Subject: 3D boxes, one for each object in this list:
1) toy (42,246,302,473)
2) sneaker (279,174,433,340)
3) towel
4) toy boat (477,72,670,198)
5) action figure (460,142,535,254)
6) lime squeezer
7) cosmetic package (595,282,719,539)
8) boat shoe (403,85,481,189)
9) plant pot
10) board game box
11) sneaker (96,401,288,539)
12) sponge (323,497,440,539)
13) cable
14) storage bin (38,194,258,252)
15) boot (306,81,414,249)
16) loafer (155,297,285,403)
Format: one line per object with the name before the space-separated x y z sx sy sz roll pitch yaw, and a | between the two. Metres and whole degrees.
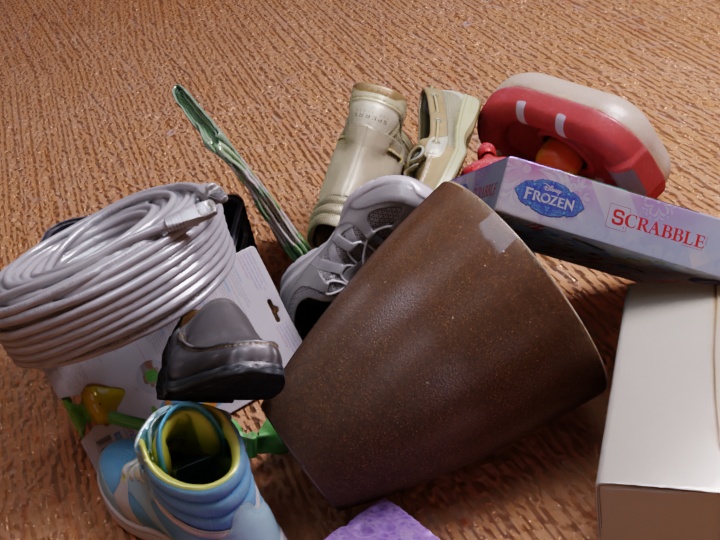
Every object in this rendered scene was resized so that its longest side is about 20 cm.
toy | -0.152 0.075 0.875 0.200 0.116 0.047 -28 3 -26
sneaker | 0.000 0.000 0.890 0.075 0.200 0.082 24 43 -22
towel | -0.100 -0.072 0.984 0.023 0.200 0.153 -38 34 -2
toy boat | 0.188 -0.103 1.020 0.131 0.130 0.200 -53 42 -6
action figure | 0.128 -0.025 0.960 0.065 0.099 0.201 -7 54 4
lime squeezer | -0.091 0.114 0.814 0.199 0.038 0.071 -8 48 -15
cosmetic package | 0.200 0.105 0.681 0.073 0.104 0.200 0 35 19
boat shoe | 0.067 -0.111 1.003 0.063 0.073 0.201 21 45 1
plant pot | 0.035 0.070 0.746 0.200 0.187 0.187 -36 35 -6
board game box | 0.173 -0.030 0.794 0.199 0.041 0.200 16 -2 -8
sneaker | -0.132 0.131 0.734 0.200 0.131 0.079 18 43 42
sponge | -0.026 0.226 0.642 0.200 0.030 0.111 -31 36 -25
cable | -0.193 0.000 0.817 0.199 0.069 0.200 -31 20 -13
storage bin | -0.198 0.013 0.981 0.199 0.094 0.135 -9 32 8
boot | 0.002 -0.074 1.034 0.072 0.200 0.156 15 75 6
loafer | -0.102 0.054 0.733 0.072 0.073 0.200 6 -9 -24
